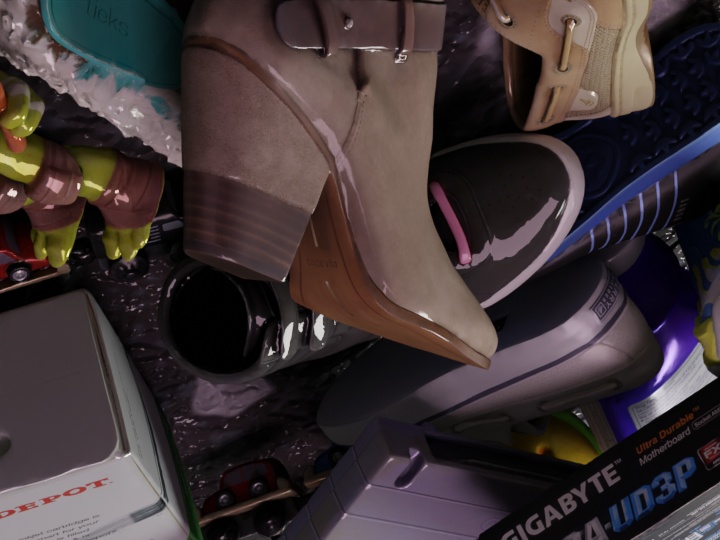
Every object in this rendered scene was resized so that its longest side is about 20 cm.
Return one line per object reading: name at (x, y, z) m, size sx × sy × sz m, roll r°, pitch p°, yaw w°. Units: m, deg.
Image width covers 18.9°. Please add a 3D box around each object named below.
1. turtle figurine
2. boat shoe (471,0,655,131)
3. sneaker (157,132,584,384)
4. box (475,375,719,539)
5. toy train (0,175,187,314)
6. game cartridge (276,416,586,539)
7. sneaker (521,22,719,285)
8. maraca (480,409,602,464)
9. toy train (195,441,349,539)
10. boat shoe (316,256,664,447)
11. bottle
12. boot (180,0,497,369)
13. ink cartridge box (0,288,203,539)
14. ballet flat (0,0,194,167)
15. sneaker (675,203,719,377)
turtle figurine at (-0.167, -0.047, 0.840) m, size 0.199 × 0.065 × 0.161 m, roll -19°, pitch 152°, yaw 39°
boat shoe at (0.075, -0.114, 0.853) m, size 0.064 × 0.072 × 0.200 m, roll -20°, pitch 149°, yaw 1°
sneaker at (0.000, 0.000, 0.931) m, size 0.199 × 0.071 × 0.099 m, roll -24°, pitch 178°, yaw 23°
box at (0.170, 0.107, 1.013) m, size 0.199 × 0.046 × 0.159 m, roll -36°, pitch 149°, yaw 13°
toy train at (-0.160, -0.002, 0.937) m, size 0.198 × 0.034 × 0.046 m, roll -16°, pitch 144°, yaw -5°
game cartridge at (0.053, 0.138, 1.071) m, size 0.199 × 0.039 × 0.130 m, roll 15°, pitch 130°, yaw -36°
sneaker at (0.111, -0.036, 0.988) m, size 0.199 × 0.071 × 0.078 m, roll -29°, pitch 150°, yaw 21°
maraca at (0.050, 0.151, 1.186) m, size 0.200 × 0.107 × 0.137 m, roll -39°, pitch 106°, yaw 7°
toy train at (-0.055, 0.124, 1.147) m, size 0.198 × 0.046 × 0.034 m, roll -21°, pitch 155°, yaw 14°
boat shoe at (0.063, 0.057, 1.055) m, size 0.199 × 0.071 × 0.070 m, roll -26°, pitch 116°, yaw 40°
bottle at (0.141, 0.036, 1.101) m, size 0.084 × 0.065 × 0.200 m, roll -48°, pitch 141°, yaw -15°
boot at (0.006, -0.055, 0.848) m, size 0.070 × 0.148 × 0.199 m, roll 8°, pitch 169°, yaw 39°
ink cartridge box at (-0.163, 0.095, 1.002) m, size 0.145 × 0.084 × 0.200 m, roll -17°, pitch 159°, yaw -2°
ballet flat at (-0.081, -0.079, 0.849) m, size 0.071 × 0.072 × 0.200 m, roll -33°, pitch 143°, yaw 22°
sneaker at (0.175, -0.006, 1.013) m, size 0.075 × 0.106 × 0.200 m, roll -31°, pitch 164°, yaw 5°
